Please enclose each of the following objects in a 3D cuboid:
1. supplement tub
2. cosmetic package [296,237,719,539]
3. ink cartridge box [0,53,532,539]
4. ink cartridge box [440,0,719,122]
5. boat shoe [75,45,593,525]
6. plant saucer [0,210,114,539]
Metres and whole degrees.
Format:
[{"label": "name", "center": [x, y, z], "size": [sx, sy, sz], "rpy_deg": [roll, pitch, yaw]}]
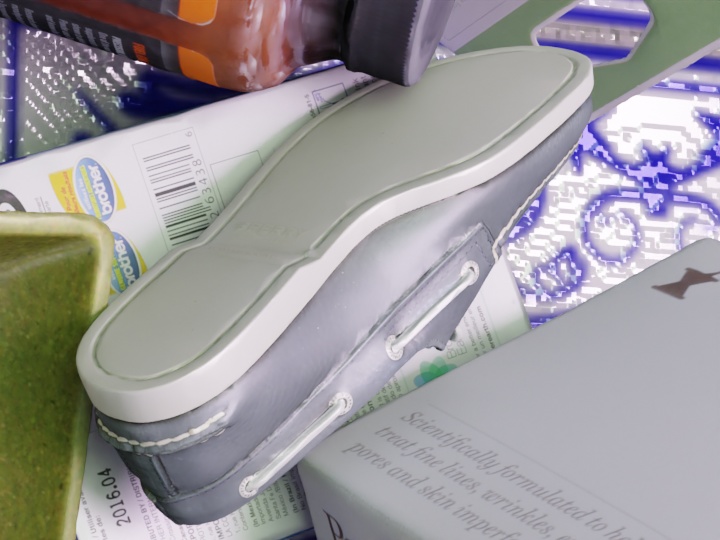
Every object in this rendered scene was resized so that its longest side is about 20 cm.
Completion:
[{"label": "supplement tub", "center": [-0.067, -0.117, 0.833], "size": [0.199, 0.107, 0.107], "rpy_deg": [19, 72, 6]}, {"label": "cosmetic package", "center": [0.108, 0.126, 0.818], "size": [0.165, 0.165, 0.201], "rpy_deg": [-27, 119, -24]}, {"label": "ink cartridge box", "center": [-0.054, 0.021, 0.860], "size": [0.199, 0.076, 0.137], "rpy_deg": [-18, 87, -26]}, {"label": "ink cartridge box", "center": [0.028, -0.136, 0.887], "size": [0.200, 0.145, 0.048], "rpy_deg": [35, 66, -12]}, {"label": "boat shoe", "center": [0.000, 0.000, 0.818], "size": [0.200, 0.073, 0.062], "rpy_deg": [-39, 127, -32]}, {"label": "plant saucer", "center": [-0.174, 0.076, 0.753], "size": [0.199, 0.048, 0.200], "rpy_deg": [1, 103, -38]}]
